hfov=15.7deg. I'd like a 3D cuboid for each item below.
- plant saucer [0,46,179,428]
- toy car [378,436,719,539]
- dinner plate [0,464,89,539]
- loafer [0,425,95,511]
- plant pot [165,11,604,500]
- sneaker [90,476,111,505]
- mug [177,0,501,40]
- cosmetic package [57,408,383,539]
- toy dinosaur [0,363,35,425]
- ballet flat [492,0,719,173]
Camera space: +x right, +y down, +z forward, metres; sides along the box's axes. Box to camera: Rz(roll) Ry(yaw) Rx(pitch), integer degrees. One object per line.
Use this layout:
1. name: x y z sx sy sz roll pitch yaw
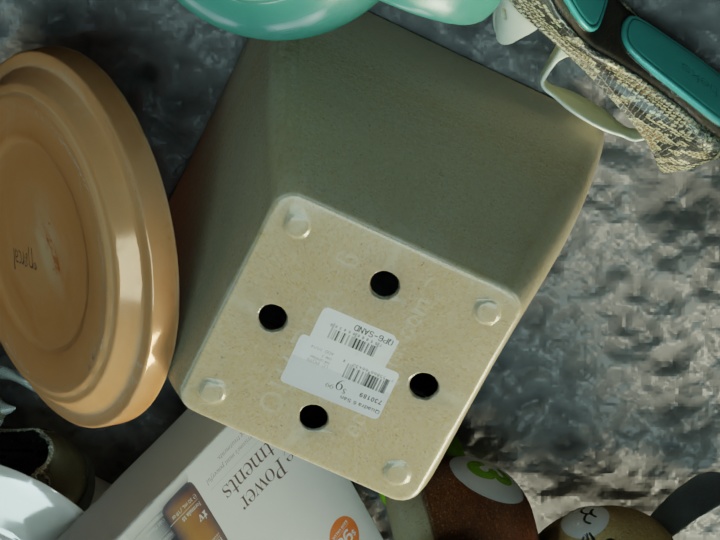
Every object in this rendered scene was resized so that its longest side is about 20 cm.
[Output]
1. plant saucer: -0.158 -0.016 1.363 0.032 0.200 0.201 -12 123 -32
2. toy car: 0.122 0.160 1.451 0.199 0.164 0.159 -16 116 1
3. dinner plate: -0.223 0.184 1.466 0.199 0.024 0.201 5 129 7
4. loafer: -0.253 0.110 1.479 0.199 0.076 0.070 -4 151 1
5. plant pot: 0.000 0.000 1.360 0.199 0.177 0.201 24 115 -9
6. sneaker: -0.158 0.167 1.508 0.199 0.085 0.073 11 119 0
7. mug: -0.025 -0.191 1.281 0.184 0.114 0.153 1 113 16
8. cosmetic package: -0.081 0.171 1.447 0.051 0.200 0.151 1 127 46
9. toy dinosaur: -0.271 0.010 1.450 0.102 0.077 0.200 -33 109 7
10. ballet flat: 0.116 -0.122 1.359 0.075 0.068 0.200 -31 114 35
